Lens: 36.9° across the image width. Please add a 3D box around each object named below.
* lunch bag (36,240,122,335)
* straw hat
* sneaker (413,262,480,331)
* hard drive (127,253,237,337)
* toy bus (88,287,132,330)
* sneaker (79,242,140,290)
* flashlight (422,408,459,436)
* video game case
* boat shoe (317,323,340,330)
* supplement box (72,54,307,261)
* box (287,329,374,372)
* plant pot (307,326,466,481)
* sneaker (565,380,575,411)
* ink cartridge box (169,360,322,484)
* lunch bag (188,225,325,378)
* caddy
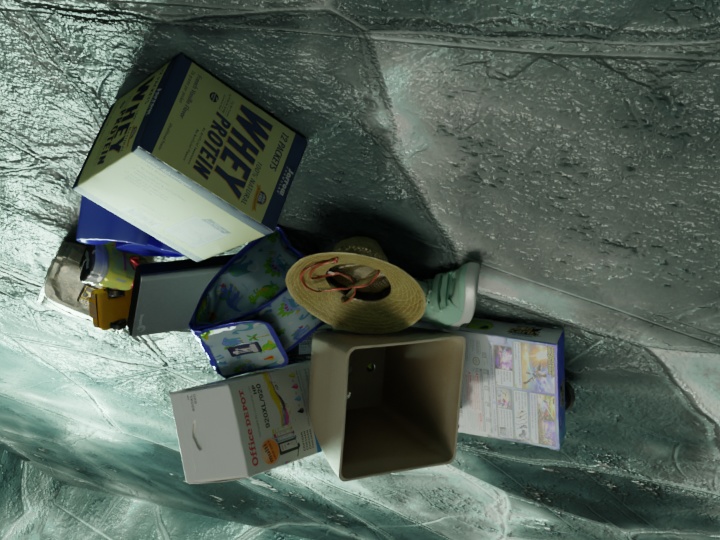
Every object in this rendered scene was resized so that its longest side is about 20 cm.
[{"bbox_3d":[-0.453,0.024,1.842,0.163,0.118,0.200,23,160,-15],"label":"lunch bag"},{"bbox_3d":[0.000,0.000,1.516,0.200,0.085,0.202,7,144,5],"label":"straw hat"},{"bbox_3d":[0.100,0.034,1.533,0.118,0.074,0.201,13,158,-4],"label":"sneaker"},{"bbox_3d":[-0.255,0.036,1.667,0.199,0.033,0.140,-7,139,-26],"label":"hard drive"},{"bbox_3d":[-0.344,0.042,1.734,0.199,0.065,0.078,-13,-160,-38],"label":"toy bus"},{"bbox_3d":[-0.387,-0.015,1.689,0.090,0.078,0.200,20,-163,-19],"label":"sneaker"},{"bbox_3d":[0.094,0.184,1.737,0.068,0.068,0.200,33,-168,-38],"label":"flashlight"},{"bbox_3d":[0.224,0.173,1.668,0.180,0.045,0.201,8,122,24],"label":"video game case"},{"bbox_3d":[-0.077,0.080,1.772,0.074,0.063,0.199,19,157,-40],"label":"boat shoe"},{"bbox_3d":[-0.212,-0.130,1.339,0.200,0.135,0.199,32,152,-28],"label":"supplement box"},{"bbox_3d":[-0.096,0.150,1.811,0.199,0.048,0.193,-7,161,25],"label":"box"},{"bbox_3d":[0.020,0.177,1.619,0.199,0.201,0.177,-4,-165,-30],"label":"plant pot"},{"bbox_3d":[0.247,0.214,1.767,0.199,0.077,0.114,1,-167,37],"label":"sneaker"},{"bbox_3d":[-0.168,0.235,1.681,0.144,0.148,0.199,-15,176,40],"label":"ink cartridge box"},{"bbox_3d":[-0.153,0.062,1.600,0.127,0.200,0.170,46,166,28],"label":"lunch bag"},{"bbox_3d":[-0.323,-0.082,1.558,0.141,0.106,0.199,13,173,-42],"label":"caddy"}]
